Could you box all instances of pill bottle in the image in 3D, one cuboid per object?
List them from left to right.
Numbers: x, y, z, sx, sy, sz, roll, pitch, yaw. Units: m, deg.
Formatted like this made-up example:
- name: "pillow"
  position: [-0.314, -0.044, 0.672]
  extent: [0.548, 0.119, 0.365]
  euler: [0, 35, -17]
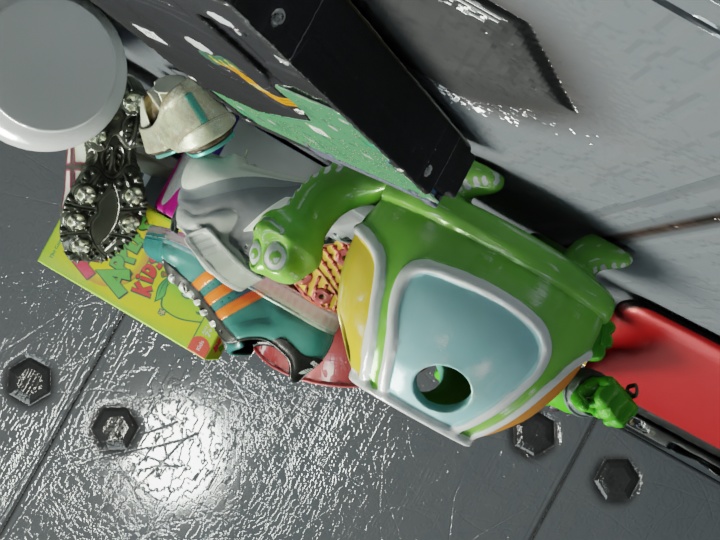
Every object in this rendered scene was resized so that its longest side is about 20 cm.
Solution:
- name: "pill bottle"
  position: [-0.223, -0.140, 0.698]
  extent: [0.112, 0.112, 0.200]
  euler: [30, 177, -24]

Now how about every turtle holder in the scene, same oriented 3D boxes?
- name: "turtle holder"
  position: [0.042, 0.013, 0.554]
  extent: [0.185, 0.132, 0.141]
  euler: [30, 178, -28]

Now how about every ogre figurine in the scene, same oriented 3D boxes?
- name: "ogre figurine"
  position: [0.092, 0.034, 0.699]
  extent: [0.200, 0.098, 0.120]
  euler: [24, 163, -3]

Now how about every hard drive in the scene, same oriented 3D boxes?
- name: "hard drive"
  position: [-0.043, -0.096, 0.426]
  extent: [0.140, 0.038, 0.200]
  euler: [28, 176, 31]

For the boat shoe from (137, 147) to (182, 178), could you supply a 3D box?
- name: "boat shoe"
  position: [-0.170, -0.116, 1.079]
  extent: [0.200, 0.062, 0.075]
  euler: [21, 164, -29]

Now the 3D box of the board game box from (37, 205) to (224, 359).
- name: "board game box"
  position: [-0.206, -0.004, 0.996]
  extent: [0.200, 0.102, 0.048]
  euler: [29, -179, 10]

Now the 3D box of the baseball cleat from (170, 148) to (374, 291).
- name: "baseball cleat"
  position: [-0.051, -0.028, 0.766]
  extent: [0.200, 0.107, 0.070]
  euler: [15, 178, 23]

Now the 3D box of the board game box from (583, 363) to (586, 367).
- name: "board game box"
  position: [0.243, 0.096, 0.913]
  extent: [0.095, 0.030, 0.200]
  euler: [38, -171, 30]

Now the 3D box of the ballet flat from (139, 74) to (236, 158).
- name: "ballet flat"
  position: [-0.146, -0.130, 0.817]
  extent: [0.062, 0.067, 0.200]
  euler: [59, 164, -17]

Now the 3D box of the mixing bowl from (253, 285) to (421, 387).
- name: "mixing bowl"
  position: [-0.010, 0.015, 0.984]
  extent: [0.199, 0.109, 0.200]
  euler: [1, -151, -1]

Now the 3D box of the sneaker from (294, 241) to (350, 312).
- name: "sneaker"
  position: [0.000, 0.000, 0.867]
  extent: [0.200, 0.073, 0.077]
  euler: [36, -151, -32]

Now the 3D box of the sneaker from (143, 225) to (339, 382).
- name: "sneaker"
  position: [-0.118, 0.028, 0.894]
  extent: [0.200, 0.080, 0.071]
  euler: [27, 178, 13]

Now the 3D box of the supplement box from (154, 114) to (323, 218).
- name: "supplement box"
  position: [-0.115, -0.073, 0.922]
  extent: [0.103, 0.101, 0.200]
  euler: [29, 178, -19]

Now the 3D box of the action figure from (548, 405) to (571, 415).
- name: "action figure"
  position: [0.192, 0.117, 1.162]
  extent: [0.200, 0.070, 0.130]
  euler: [26, 171, -38]

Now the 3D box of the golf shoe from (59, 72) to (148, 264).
- name: "golf shoe"
  position: [-0.240, -0.101, 0.940]
  extent: [0.077, 0.200, 0.088]
  euler: [2, -148, -28]

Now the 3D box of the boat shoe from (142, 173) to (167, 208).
- name: "boat shoe"
  position: [-0.231, -0.081, 1.126]
  extent: [0.071, 0.091, 0.200]
  euler: [40, -146, -18]

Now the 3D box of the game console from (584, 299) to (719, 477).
- name: "game console"
  position: [0.269, 0.081, 0.716]
  extent: [0.200, 0.119, 0.172]
  euler: [29, -151, 14]
